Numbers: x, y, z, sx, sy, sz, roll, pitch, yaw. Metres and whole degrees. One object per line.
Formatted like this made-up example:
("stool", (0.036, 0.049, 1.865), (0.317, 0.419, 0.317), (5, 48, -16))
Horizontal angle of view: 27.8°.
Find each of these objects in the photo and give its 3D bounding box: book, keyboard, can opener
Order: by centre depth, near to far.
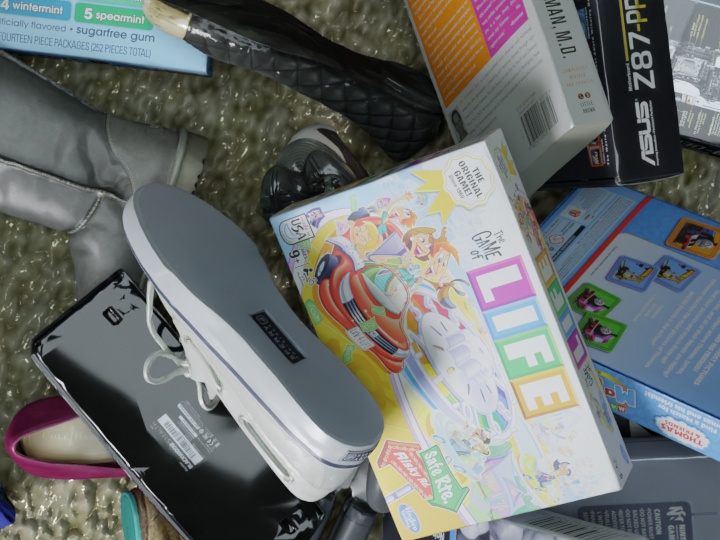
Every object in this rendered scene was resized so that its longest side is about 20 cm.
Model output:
("book", (0.074, -0.151, 0.829), (0.048, 0.134, 0.200), (-12, 78, -19))
("keyboard", (-0.096, 0.088, 0.869), (0.104, 0.040, 0.200), (-37, 100, 2))
("can opener", (-0.016, 0.157, 0.893), (0.053, 0.067, 0.200), (22, 104, -8))

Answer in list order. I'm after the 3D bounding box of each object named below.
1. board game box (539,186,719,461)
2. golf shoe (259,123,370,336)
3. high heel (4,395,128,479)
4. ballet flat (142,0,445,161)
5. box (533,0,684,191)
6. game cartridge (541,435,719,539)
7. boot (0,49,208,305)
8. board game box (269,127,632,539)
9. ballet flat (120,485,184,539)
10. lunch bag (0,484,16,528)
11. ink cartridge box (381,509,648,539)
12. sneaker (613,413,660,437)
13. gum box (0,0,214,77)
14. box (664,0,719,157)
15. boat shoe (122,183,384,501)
("board game box", (0.182, 0.027, 0.835), (0.200, 0.151, 0.037), (24, 137, 27))
("golf shoe", (0.000, 0.000, 0.898), (0.078, 0.095, 0.200), (-10, 121, 10))
("high heel", (-0.112, 0.098, 0.888), (0.200, 0.096, 0.067), (4, 94, -2))
("ballet flat", (-0.040, -0.117, 0.870), (0.200, 0.066, 0.057), (22, 120, -20))
("box", (0.118, -0.148, 0.844), (0.049, 0.161, 0.200), (-9, 95, -17))
("game cartridge", (0.181, 0.188, 0.892), (0.133, 0.041, 0.200), (-2, 117, 16))
("boot", (-0.210, -0.041, 0.872), (0.200, 0.073, 0.182), (18, 92, -15))
("board game box", (0.049, 0.039, 0.795), (0.134, 0.034, 0.200), (-19, 98, 25))
("ballet flat", (-0.111, 0.229, 0.921), (0.072, 0.068, 0.200), (-2, 90, -21))
("lunch bag", (-0.331, 0.116, 0.875), (0.170, 0.127, 0.200), (-30, 107, -2))
("ink cartridge box", (0.085, 0.238, 0.863), (0.043, 0.198, 0.200), (-4, 96, -38))
("sneaker", (0.148, 0.055, 0.911), (0.112, 0.073, 0.200), (-44, 103, -2))
("gum box", (-0.165, -0.228, 0.888), (0.170, 0.045, 0.200), (7, 94, -2))
("box", (0.236, -0.172, 0.903), (0.158, 0.050, 0.200), (14, 93, -3))
("boat shoe", (-0.074, 0.046, 0.806), (0.202, 0.075, 0.086), (47, 124, 16))
